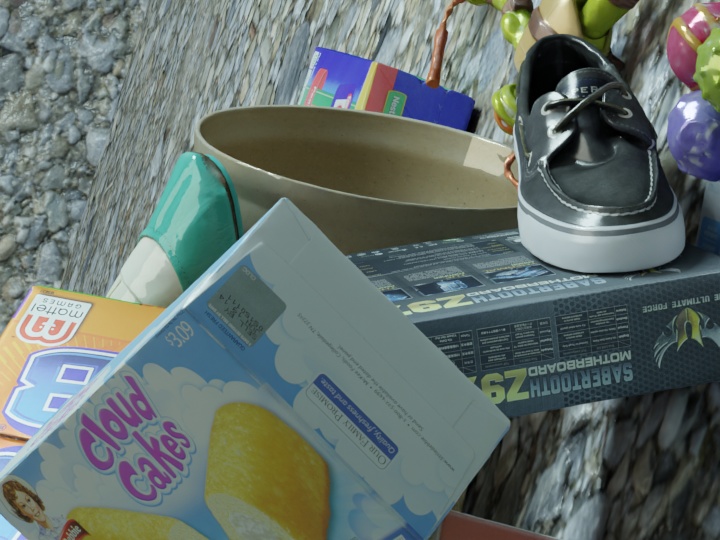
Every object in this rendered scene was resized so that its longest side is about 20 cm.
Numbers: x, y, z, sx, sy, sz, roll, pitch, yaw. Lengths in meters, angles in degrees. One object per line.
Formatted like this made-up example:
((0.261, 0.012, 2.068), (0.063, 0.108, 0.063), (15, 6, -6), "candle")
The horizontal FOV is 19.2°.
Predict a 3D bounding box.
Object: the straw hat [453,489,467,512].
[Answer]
((-0.010, 0.121, 1.238), (0.201, 0.085, 0.202), (-163, 90, -76), "straw hat")

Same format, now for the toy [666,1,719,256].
((0.156, -0.094, 0.881), (0.115, 0.047, 0.201), (-132, 53, -78), "toy")

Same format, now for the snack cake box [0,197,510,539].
((-0.049, 0.071, 0.791), (0.067, 0.115, 0.200), (-50, 6, -38), "snack cake box")

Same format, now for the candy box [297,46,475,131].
((-0.004, -0.054, 1.420), (0.200, 0.077, 0.170), (-147, 75, -73), "candy box")

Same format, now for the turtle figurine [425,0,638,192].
((0.112, -0.120, 1.096), (0.162, 0.064, 0.200), (-60, 33, 29), "turtle figurine")

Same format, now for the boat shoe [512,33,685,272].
((0.101, -0.059, 0.945), (0.200, 0.070, 0.067), (-87, -9, -68), "boat shoe")

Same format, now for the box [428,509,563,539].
((0.059, 0.204, 0.771), (0.106, 0.152, 0.201), (147, 137, -68), "box")

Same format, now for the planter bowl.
((0.000, 0.000, 1.148), (0.200, 0.199, 0.135), (-118, 36, -69), "planter bowl")

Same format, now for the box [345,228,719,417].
((0.048, 0.023, 0.915), (0.158, 0.199, 0.051), (-145, 47, -74), "box")

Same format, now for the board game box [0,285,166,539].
((-0.091, 0.159, 1.013), (0.200, 0.199, 0.200), (-65, -22, -43), "board game box")

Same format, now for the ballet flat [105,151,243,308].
((-0.095, 0.035, 1.084), (0.067, 0.070, 0.201), (44, 146, 42), "ballet flat")
